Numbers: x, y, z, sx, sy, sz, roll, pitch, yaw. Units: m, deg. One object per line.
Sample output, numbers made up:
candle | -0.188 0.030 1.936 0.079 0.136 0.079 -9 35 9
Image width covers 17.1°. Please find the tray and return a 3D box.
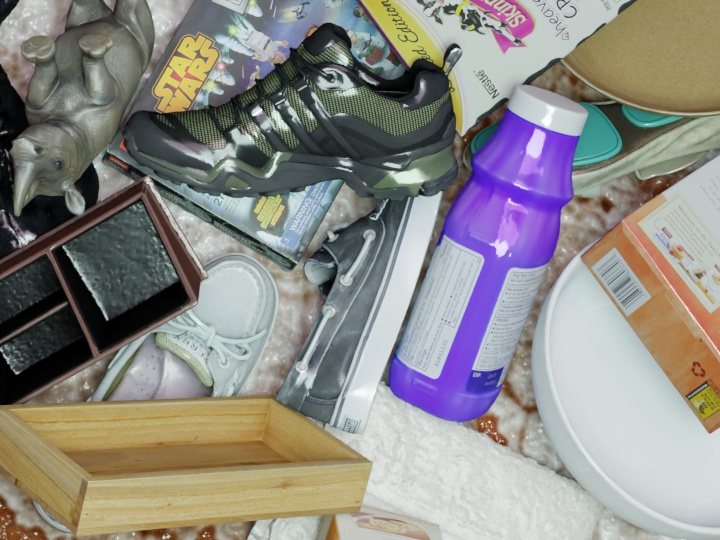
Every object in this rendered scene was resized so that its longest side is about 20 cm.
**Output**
tray | -0.101 0.108 1.350 0.199 0.099 0.037 -1 112 -41

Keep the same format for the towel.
towel | 0.042 0.154 1.464 0.199 0.034 0.133 26 78 -7

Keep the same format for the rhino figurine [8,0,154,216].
rhino figurine | -0.167 -0.102 1.405 0.060 0.088 0.200 8 47 10

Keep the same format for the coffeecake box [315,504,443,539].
coffeecake box | 0.001 0.234 1.337 0.073 0.200 0.154 15 101 -8

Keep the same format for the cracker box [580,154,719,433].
cracker box | 0.248 -0.008 1.474 0.200 0.058 0.134 -31 82 -34

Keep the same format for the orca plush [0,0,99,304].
orca plush | -0.206 -0.072 1.428 0.105 0.071 0.201 0 82 -11

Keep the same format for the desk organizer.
desk organizer | -0.191 0.031 1.377 0.199 0.077 0.072 -30 102 4

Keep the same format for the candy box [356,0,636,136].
candy box | 0.095 -0.197 1.435 0.200 0.061 0.136 -38 117 3

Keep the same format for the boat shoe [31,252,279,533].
boat shoe | -0.119 0.072 1.428 0.074 0.065 0.202 43 76 -3

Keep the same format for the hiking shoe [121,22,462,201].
hiking shoe | -0.040 -0.098 1.406 0.199 0.076 0.101 1 107 -9

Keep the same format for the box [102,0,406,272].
box | -0.052 -0.120 1.483 0.137 0.040 0.201 30 78 -5

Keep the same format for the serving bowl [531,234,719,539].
serving bowl | 0.186 0.077 1.475 0.199 0.066 0.201 12 60 -21

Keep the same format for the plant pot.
plant pot | 0.205 -0.174 1.515 0.199 0.028 0.201 -1 60 2

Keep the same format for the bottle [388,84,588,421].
bottle | 0.079 -0.011 1.436 0.065 0.083 0.201 25 106 17

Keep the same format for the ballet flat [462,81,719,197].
ballet flat | 0.161 -0.075 1.508 0.199 0.063 0.068 -16 44 -11

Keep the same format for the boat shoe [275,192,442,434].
boat shoe | 0.000 0.000 1.453 0.068 0.072 0.201 19 69 -1
